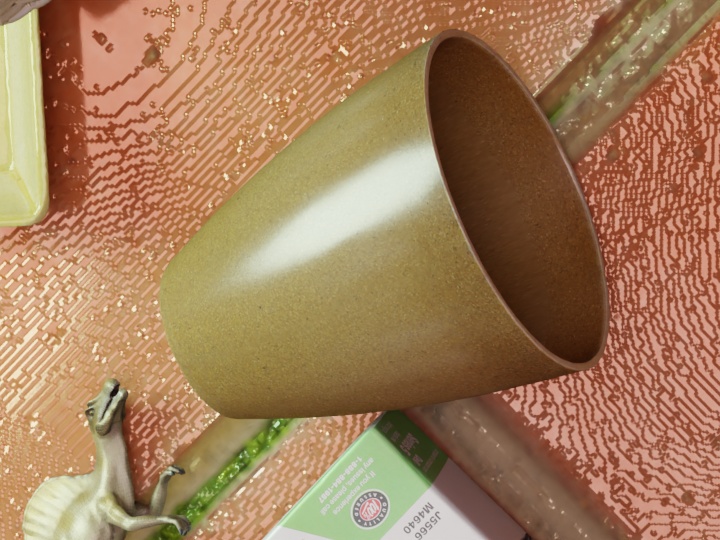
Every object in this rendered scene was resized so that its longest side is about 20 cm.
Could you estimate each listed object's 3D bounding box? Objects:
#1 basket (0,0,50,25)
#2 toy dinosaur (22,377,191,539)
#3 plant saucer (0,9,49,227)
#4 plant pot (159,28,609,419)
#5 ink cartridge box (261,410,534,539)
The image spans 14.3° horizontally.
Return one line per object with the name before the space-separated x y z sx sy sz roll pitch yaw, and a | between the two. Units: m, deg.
basket | -0.192 -0.246 1.479 0.135 0.124 0.200 -33 69 -15
toy dinosaur | -0.151 0.164 1.598 0.101 0.058 0.201 26 91 20
plant saucer | -0.266 -0.123 1.580 0.198 0.048 0.202 -2 95 9
plant pot | 0.000 0.000 1.500 0.199 0.186 0.187 -24 92 23
ink cartridge box | 0.035 0.197 1.549 0.200 0.084 0.146 43 100 2
